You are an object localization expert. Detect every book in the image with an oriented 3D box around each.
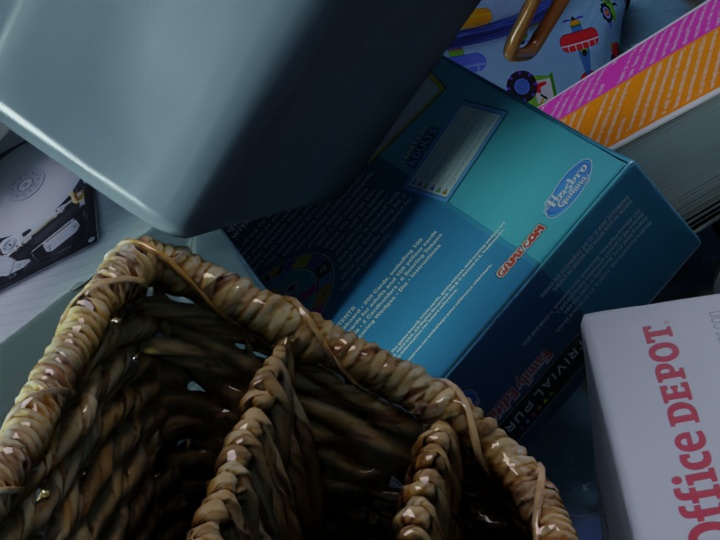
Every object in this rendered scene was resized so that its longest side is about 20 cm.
[{"bbox_3d":[0.115,-0.059,0.840,0.199,0.048,0.134,-31,17,26],"label":"book"}]

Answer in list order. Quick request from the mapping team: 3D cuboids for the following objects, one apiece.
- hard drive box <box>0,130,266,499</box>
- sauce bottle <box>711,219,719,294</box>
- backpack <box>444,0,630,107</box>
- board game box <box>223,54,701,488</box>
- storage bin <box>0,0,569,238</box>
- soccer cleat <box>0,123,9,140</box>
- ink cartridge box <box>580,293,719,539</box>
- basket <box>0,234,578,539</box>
[{"bbox_3d":[-0.133,0.001,0.793,0.155,0.077,0.200,-38,38,-4],"label":"hard drive box"},{"bbox_3d":[0.164,-0.038,0.870,0.065,0.066,0.200,0,32,16],"label":"sauce bottle"},{"bbox_3d":[0.029,-0.135,1.014,0.181,0.135,0.200,-3,31,13],"label":"backpack"},{"bbox_3d":[0.000,0.000,0.788,0.151,0.047,0.200,-48,36,-3],"label":"board game box"},{"bbox_3d":[-0.020,-0.086,0.698,0.145,0.135,0.200,34,15,11],"label":"storage bin"},{"bbox_3d":[-0.123,-0.083,0.738,0.201,0.070,0.086,-55,11,-25],"label":"soccer cleat"},{"bbox_3d":[0.168,0.068,0.647,0.198,0.088,0.146,-9,29,3],"label":"ink cartridge box"},{"bbox_3d":[-0.012,0.096,0.581,0.141,0.150,0.200,-1,28,14],"label":"basket"}]
